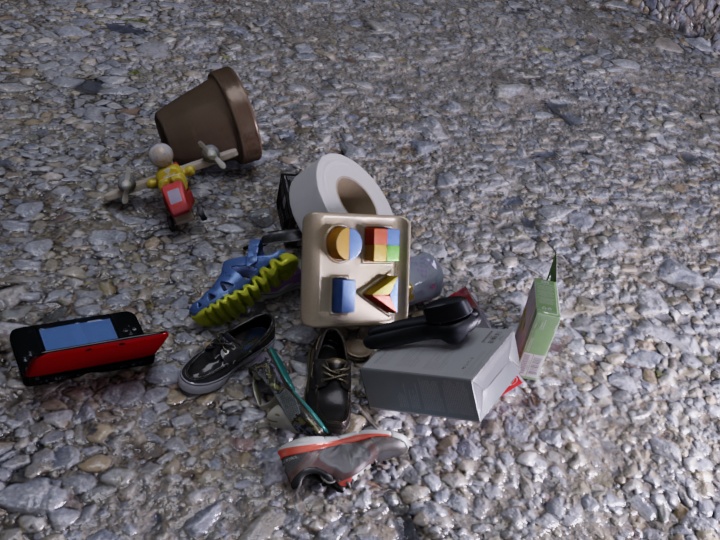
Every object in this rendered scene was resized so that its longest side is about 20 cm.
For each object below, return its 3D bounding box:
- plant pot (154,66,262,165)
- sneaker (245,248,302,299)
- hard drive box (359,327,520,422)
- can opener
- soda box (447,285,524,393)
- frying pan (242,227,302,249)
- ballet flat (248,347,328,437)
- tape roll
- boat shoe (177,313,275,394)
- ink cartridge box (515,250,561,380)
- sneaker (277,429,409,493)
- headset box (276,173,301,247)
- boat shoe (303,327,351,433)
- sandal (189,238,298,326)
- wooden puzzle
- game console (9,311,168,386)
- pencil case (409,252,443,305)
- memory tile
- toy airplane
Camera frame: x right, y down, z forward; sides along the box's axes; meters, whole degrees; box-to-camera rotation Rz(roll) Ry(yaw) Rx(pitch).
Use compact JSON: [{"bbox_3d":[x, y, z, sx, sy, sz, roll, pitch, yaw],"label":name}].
[{"bbox_3d":[-0.312,-0.288,2.028,0.174,0.200,0.200,-22,47,-15],"label":"plant pot"},{"bbox_3d":[-0.116,-0.015,1.756,0.200,0.114,0.073,-10,64,-28],"label":"sneaker"},{"bbox_3d":[0.126,0.155,1.583,0.200,0.077,0.156,3,28,35],"label":"hard drive box"},{"bbox_3d":[0.096,0.088,1.586,0.200,0.079,0.063,-16,10,32],"label":"can opener"},{"bbox_3d":[0.197,0.122,1.709,0.070,0.063,0.200,-33,43,7],"label":"soda box"},{"bbox_3d":[-0.134,-0.059,1.791,0.115,0.031,0.190,-8,4,-20],"label":"frying pan"},{"bbox_3d":[-0.117,0.200,1.531,0.072,0.072,0.200,-9,38,-28],"label":"ballet flat"},{"bbox_3d":[-0.028,-0.101,1.759,0.202,0.071,0.203,36,36,-31],"label":"tape roll"},{"bbox_3d":[-0.206,0.124,1.593,0.070,0.066,0.200,36,41,27],"label":"boat shoe"},{"bbox_3d":[0.306,0.072,1.761,0.048,0.146,0.200,11,36,-1],"label":"ink cartridge box"},{"bbox_3d":[-0.020,0.281,1.463,0.200,0.077,0.082,-3,66,-20],"label":"sneaker"},{"bbox_3d":[-0.053,-0.113,1.948,0.200,0.077,0.149,3,38,-16],"label":"headset box"},{"bbox_3d":[-0.051,0.167,1.581,0.074,0.073,0.200,4,37,-13],"label":"boat shoe"},{"bbox_3d":[-0.203,0.017,1.684,0.200,0.080,0.087,-35,69,-18],"label":"sandal"},{"bbox_3d":[0.000,0.000,1.653,0.200,0.186,0.046,0,3,-32],"label":"wooden puzzle"},{"bbox_3d":[-0.411,0.096,1.520,0.200,0.119,0.172,-8,42,-28],"label":"game console"},{"bbox_3d":[0.049,0.025,1.767,0.200,0.083,0.091,-15,36,-33],"label":"pencil case"},{"bbox_3d":[0.032,0.100,1.745,0.153,0.017,0.200,28,39,19],"label":"memory tile"},{"bbox_3d":[-0.353,-0.182,1.884,0.199,0.141,0.200,11,47,31],"label":"toy airplane"}]
